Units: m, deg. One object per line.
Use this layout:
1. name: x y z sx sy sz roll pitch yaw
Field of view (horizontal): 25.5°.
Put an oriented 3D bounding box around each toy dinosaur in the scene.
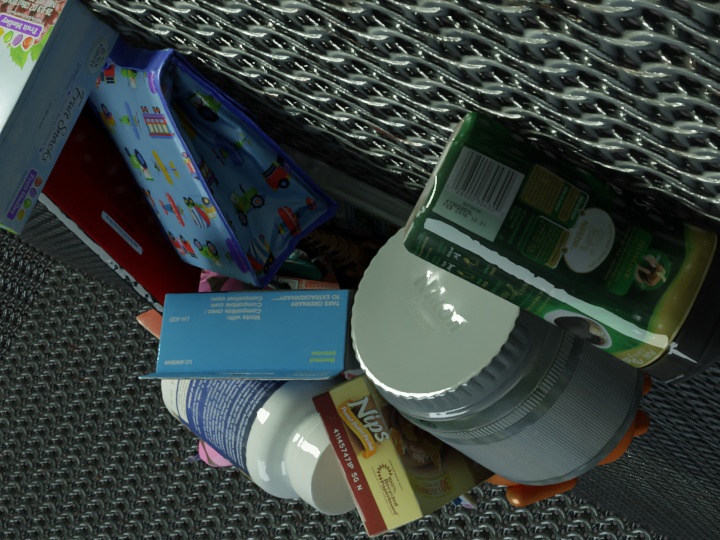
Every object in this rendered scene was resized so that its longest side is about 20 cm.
1. toy dinosaur: 0.000 0.000 1.330 0.135 0.102 0.200 5 141 29

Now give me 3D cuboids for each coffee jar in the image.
1. coffee jar: 0.129 -0.010 0.927 0.199 0.086 0.104 27 169 0

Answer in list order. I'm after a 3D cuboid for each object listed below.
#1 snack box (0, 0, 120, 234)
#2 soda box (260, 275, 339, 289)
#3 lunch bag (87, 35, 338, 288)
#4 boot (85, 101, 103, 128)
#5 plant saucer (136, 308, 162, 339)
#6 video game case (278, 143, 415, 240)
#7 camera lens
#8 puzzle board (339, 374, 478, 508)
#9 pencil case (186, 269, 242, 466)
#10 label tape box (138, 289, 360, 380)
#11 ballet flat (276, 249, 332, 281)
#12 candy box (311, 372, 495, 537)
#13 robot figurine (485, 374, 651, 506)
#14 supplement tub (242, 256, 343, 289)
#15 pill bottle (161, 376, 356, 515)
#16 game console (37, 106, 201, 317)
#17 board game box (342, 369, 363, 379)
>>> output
1. snack box: -0.297 -0.137 1.185 0.199 0.169 0.068 21 172 37
2. soda box: 0.007 0.049 1.462 0.199 0.064 0.068 8 175 10
3. lunch bag: -0.136 -0.096 1.220 0.200 0.094 0.150 51 162 -27
4. boot: -0.180 -0.105 1.386 0.200 0.071 0.144 24 167 -11
5. plant saucer: -0.104 0.083 1.640 0.200 0.037 0.199 37 -163 16
6. video game case: 0.016 -0.037 1.348 0.181 0.024 0.200 25 171 6
7. camera lens: 0.106 0.060 1.177 0.159 0.161 0.200 19 170 41
8. puzzle board: 0.024 0.143 1.420 0.200 0.017 0.151 42 176 7
9. pencil case: -0.136 0.081 1.474 0.090 0.201 0.094 -15 -159 -12
10. label tape box: -0.068 0.046 1.195 0.143 0.064 0.200 -1 179 11
11. ballet flat: -0.115 -0.033 1.493 0.199 0.064 0.076 9 155 10
12. candy box: 0.048 0.126 1.263 0.055 0.116 0.200 -25 175 26
13. robot figurine: 0.163 0.124 1.419 0.199 0.117 0.144 -10 147 -27
14. supplement tub: -0.120 -0.012 1.584 0.199 0.123 0.123 24 172 14
15. pill bottle: -0.070 0.121 1.331 0.200 0.111 0.111 31 177 43
16. game console: -0.233 -0.049 1.327 0.118 0.173 0.200 -26 127 25
17. board game box: 0.048 0.095 1.575 0.199 0.047 0.151 3 -170 15
